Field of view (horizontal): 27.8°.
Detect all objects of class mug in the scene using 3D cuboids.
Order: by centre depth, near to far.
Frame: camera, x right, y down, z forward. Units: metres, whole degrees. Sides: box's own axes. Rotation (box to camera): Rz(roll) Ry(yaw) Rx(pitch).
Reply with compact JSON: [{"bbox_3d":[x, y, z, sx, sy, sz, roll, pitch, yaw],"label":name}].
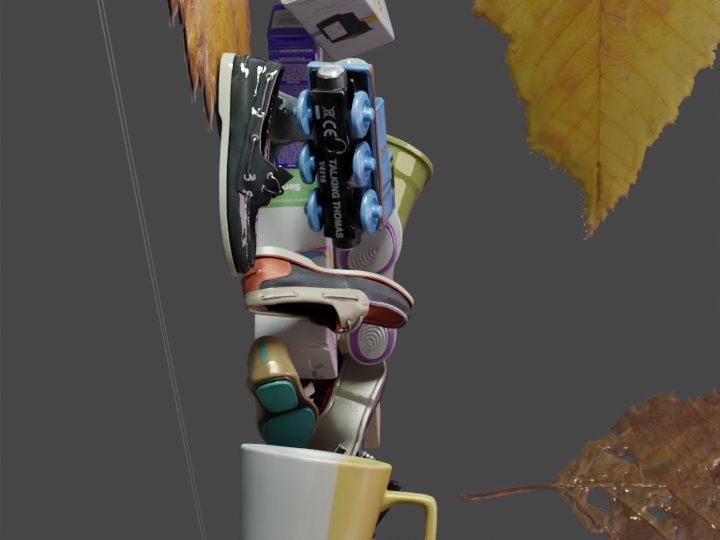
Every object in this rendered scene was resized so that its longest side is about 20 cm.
[{"bbox_3d":[-0.038,0.255,1.403,0.149,0.185,0.155,16,80,-58],"label":"mug"}]

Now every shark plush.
[{"bbox_3d":[-0.075,-0.174,1.534,0.200,0.082,0.092,75,16,-76],"label":"shark plush"}]

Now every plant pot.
[{"bbox_3d":[-0.014,-0.071,1.993,0.201,0.198,0.186,81,21,-72],"label":"plant pot"}]

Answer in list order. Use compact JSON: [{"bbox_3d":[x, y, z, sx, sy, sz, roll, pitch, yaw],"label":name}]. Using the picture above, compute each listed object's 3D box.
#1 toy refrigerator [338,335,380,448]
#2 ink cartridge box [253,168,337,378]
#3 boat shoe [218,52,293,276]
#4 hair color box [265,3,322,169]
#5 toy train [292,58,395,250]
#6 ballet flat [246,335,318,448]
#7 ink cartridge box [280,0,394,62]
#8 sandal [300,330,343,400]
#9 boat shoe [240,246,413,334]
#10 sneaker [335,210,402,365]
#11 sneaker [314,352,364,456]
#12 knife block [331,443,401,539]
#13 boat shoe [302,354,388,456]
[{"bbox_3d":[-0.016,0.135,1.860,0.070,0.075,0.201,-88,174,-48],"label":"toy refrigerator"},{"bbox_3d":[-0.069,0.007,1.610,0.145,0.083,0.202,80,9,-72],"label":"ink cartridge box"},{"bbox_3d":[-0.093,-0.096,1.316,0.075,0.065,0.201,71,19,-83],"label":"boat shoe"},{"bbox_3d":[-0.076,-0.209,1.768,0.110,0.064,0.202,-87,177,-60],"label":"hair color box"},{"bbox_3d":[-0.014,-0.124,1.489,0.114,0.086,0.202,-59,148,-57],"label":"toy train"},{"bbox_3d":[-0.083,0.129,1.533,0.200,0.068,0.063,87,-10,-61],"label":"ballet flat"},{"bbox_3d":[-0.039,-0.342,1.641,0.200,0.082,0.147,33,40,-71],"label":"ink cartridge box"},{"bbox_3d":[-0.048,0.095,1.686,0.080,0.057,0.202,34,75,-48],"label":"sandal"},{"bbox_3d":[-0.032,0.032,1.476,0.071,0.199,0.063,-37,-135,44],"label":"boat shoe"},{"bbox_3d":[0.000,0.000,1.636,0.100,0.074,0.202,-121,-148,-66],"label":"sneaker"},{"bbox_3d":[-0.030,0.194,1.794,0.096,0.078,0.202,-116,-149,-76],"label":"sneaker"},{"bbox_3d":[-0.030,0.289,1.512,0.064,0.175,0.202,24,55,-37],"label":"knife block"},{"bbox_3d":[-0.025,0.186,1.659,0.201,0.072,0.063,-60,163,-23],"label":"boat shoe"}]
